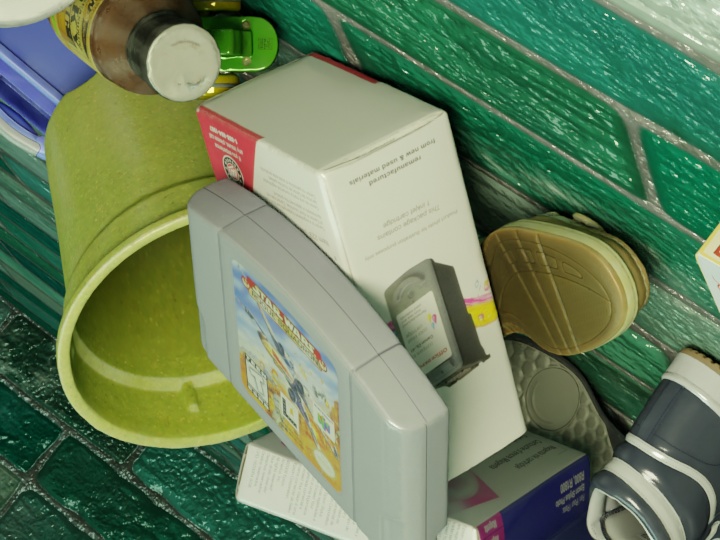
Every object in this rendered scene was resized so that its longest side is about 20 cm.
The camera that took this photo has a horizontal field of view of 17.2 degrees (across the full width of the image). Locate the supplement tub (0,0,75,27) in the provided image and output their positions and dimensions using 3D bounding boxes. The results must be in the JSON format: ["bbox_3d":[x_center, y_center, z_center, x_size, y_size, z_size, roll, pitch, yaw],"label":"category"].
[{"bbox_3d":[-0.224,-0.201,1.326,0.122,0.123,0.200,44,168,-25],"label":"supplement tub"}]

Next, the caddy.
[{"bbox_3d":[-0.206,-0.130,1.590,0.200,0.105,0.141,40,170,-1],"label":"caddy"}]

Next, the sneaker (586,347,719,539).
[{"bbox_3d":[0.197,0.140,1.318,0.070,0.109,0.200,27,164,50],"label":"sneaker"}]

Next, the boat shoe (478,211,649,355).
[{"bbox_3d":[0.103,0.002,1.250,0.074,0.063,0.200,65,160,-3],"label":"boat shoe"}]

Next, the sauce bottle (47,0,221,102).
[{"bbox_3d":[-0.120,-0.131,1.281,0.065,0.065,0.200,44,176,-25],"label":"sauce bottle"}]

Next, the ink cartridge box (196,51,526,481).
[{"bbox_3d":[0.000,0.000,1.283,0.147,0.085,0.201,29,142,54],"label":"ink cartridge box"}]

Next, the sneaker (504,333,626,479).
[{"bbox_3d":[0.112,0.108,1.563,0.202,0.077,0.146,44,166,-25],"label":"sneaker"}]

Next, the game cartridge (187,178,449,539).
[{"bbox_3d":[-0.025,0.047,1.236,0.200,0.041,0.134,45,156,34],"label":"game cartridge"}]

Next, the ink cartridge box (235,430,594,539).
[{"bbox_3d":[0.057,0.126,1.375,0.198,0.044,0.196,18,-165,20],"label":"ink cartridge box"}]

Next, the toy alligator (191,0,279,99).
[{"bbox_3d":[-0.086,-0.128,1.359,0.054,0.060,0.200,0,-177,-20],"label":"toy alligator"}]

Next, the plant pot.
[{"bbox_3d":[-0.111,-0.028,1.450,0.201,0.199,0.185,52,-171,-49],"label":"plant pot"}]

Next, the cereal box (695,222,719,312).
[{"bbox_3d":[0.242,0.056,1.015,0.199,0.040,0.144,34,169,30],"label":"cereal box"}]
